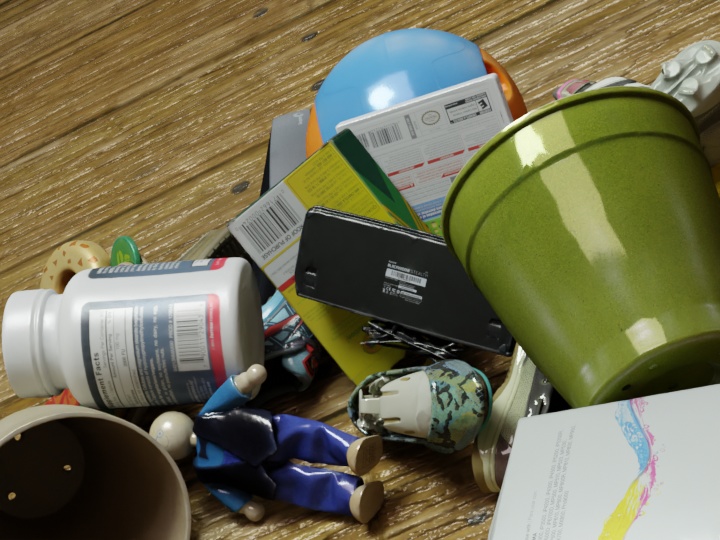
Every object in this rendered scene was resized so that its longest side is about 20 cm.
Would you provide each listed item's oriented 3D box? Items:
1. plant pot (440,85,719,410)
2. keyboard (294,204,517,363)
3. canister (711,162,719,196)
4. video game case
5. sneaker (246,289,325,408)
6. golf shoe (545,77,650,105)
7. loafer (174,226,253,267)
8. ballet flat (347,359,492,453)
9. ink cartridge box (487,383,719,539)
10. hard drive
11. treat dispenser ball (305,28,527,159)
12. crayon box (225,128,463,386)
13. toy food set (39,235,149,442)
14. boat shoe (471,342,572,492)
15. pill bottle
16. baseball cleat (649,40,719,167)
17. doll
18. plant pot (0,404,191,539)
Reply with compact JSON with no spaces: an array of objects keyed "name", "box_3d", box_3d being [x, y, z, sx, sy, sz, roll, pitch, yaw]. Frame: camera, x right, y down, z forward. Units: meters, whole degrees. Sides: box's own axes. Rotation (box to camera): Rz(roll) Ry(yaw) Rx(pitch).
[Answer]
[{"name":"plant pot","box_3d":[0.180,0.012,1.250,0.200,0.200,0.193,-26,55,7]},{"name":"keyboard","box_3d":[0.040,0.018,1.438,0.200,0.104,0.040,17,8,24]},{"name":"canister","box_3d":[0.246,-0.047,1.462,0.148,0.087,0.200,-39,32,-11]},{"name":"video game case","box_3d":[0.078,-0.048,1.494,0.143,0.200,0.018,-16,12,18]},{"name":"sneaker","box_3d":[-0.050,0.064,1.573,0.200,0.079,0.096,-38,44,2]},{"name":"golf shoe","box_3d":[0.170,-0.084,1.431,0.092,0.073,0.200,1,47,45]},{"name":"loafer","box_3d":[-0.171,0.030,1.697,0.067,0.076,0.200,9,49,37]},{"name":"ballet flat","box_3d":[0.038,0.106,1.377,0.074,0.074,0.200,-42,5,-18]},{"name":"ink cartridge box","box_3d":[0.200,0.174,1.138,0.200,0.145,0.145,-12,36,26]},{"name":"hard drive","box_3d":[-0.072,-0.052,1.680,0.042,0.135,0.200,8,34,-7]},{"name":"treat dispenser ball","box_3d":[0.052,-0.114,1.598,0.200,0.201,0.201,-21,34,15]},{"name":"crayon box","box_3d":[0.000,0.000,1.492,0.127,0.200,0.051,-37,2,25]},{"name":"toy food set","box_3d":[-0.238,0.068,1.635,0.198,0.049,0.201,0,79,52]},{"name":"boat shoe","box_3d":[0.147,0.089,1.376,0.066,0.072,0.201,8,50,27]},{"name":"pill bottle","box_3d":[-0.187,0.055,1.495,0.199,0.120,0.120,-4,37,8]},{"name":"baseball cleat","box_3d":[0.218,-0.085,1.373,0.200,0.106,0.070,-38,48,13]},{"name":"doll","box_3d":[-0.079,0.141,1.429,0.200,0.137,0.048,7,21,27]},{"name":"plant pot","box_3d":[-0.254,0.187,1.481,0.187,0.187,0.200,-37,18,-11]}]
